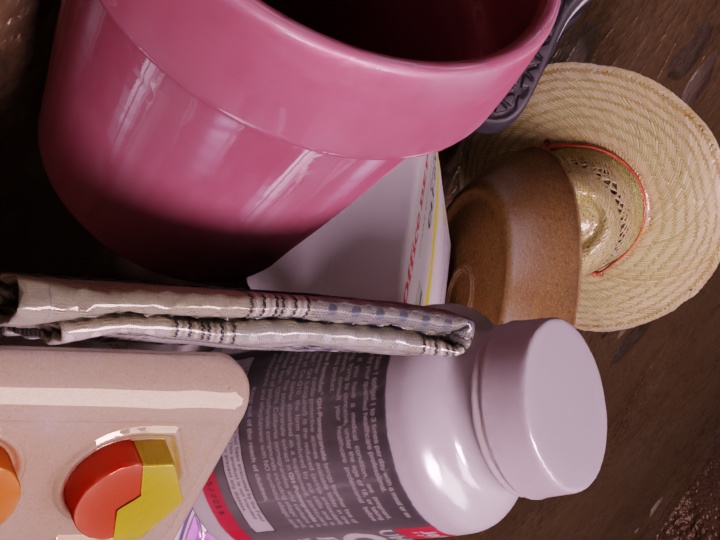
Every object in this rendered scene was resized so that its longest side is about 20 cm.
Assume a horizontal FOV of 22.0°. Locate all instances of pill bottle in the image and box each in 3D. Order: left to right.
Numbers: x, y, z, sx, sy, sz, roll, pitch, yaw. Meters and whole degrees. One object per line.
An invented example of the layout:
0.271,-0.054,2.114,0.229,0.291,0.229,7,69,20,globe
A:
0.015,0.077,0.908,0.110,0.198,0.112,21,64,-51,pill bottle

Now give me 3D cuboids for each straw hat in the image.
0.133,-0.035,1.200,0.085,0.200,0.202,-35,153,-53,straw hat

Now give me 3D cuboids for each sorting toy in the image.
-0.159,0.123,0.860,0.184,0.037,0.201,4,126,-36,sorting toy

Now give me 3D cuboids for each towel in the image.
-0.076,0.023,0.786,0.198,0.192,0.035,5,89,-23,towel

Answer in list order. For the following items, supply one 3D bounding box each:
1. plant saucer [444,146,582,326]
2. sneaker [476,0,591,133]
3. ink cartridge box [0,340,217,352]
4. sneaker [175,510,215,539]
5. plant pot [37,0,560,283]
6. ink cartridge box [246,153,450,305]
0.076,0.019,1.144,0.035,0.201,0.202,11,122,-19,plant saucer
0.107,-0.175,1.154,0.201,0.071,0.083,-56,-177,6,sneaker
-0.148,0.080,0.955,0.201,0.067,0.116,-57,159,11,ink cartridge box
-0.086,0.137,1.089,0.114,0.072,0.203,14,93,-43,sneaker
-0.045,-0.097,0.764,0.199,0.200,0.179,-31,164,-47,plant pot
0.000,0.000,1.050,0.200,0.082,0.147,76,21,-63,ink cartridge box
